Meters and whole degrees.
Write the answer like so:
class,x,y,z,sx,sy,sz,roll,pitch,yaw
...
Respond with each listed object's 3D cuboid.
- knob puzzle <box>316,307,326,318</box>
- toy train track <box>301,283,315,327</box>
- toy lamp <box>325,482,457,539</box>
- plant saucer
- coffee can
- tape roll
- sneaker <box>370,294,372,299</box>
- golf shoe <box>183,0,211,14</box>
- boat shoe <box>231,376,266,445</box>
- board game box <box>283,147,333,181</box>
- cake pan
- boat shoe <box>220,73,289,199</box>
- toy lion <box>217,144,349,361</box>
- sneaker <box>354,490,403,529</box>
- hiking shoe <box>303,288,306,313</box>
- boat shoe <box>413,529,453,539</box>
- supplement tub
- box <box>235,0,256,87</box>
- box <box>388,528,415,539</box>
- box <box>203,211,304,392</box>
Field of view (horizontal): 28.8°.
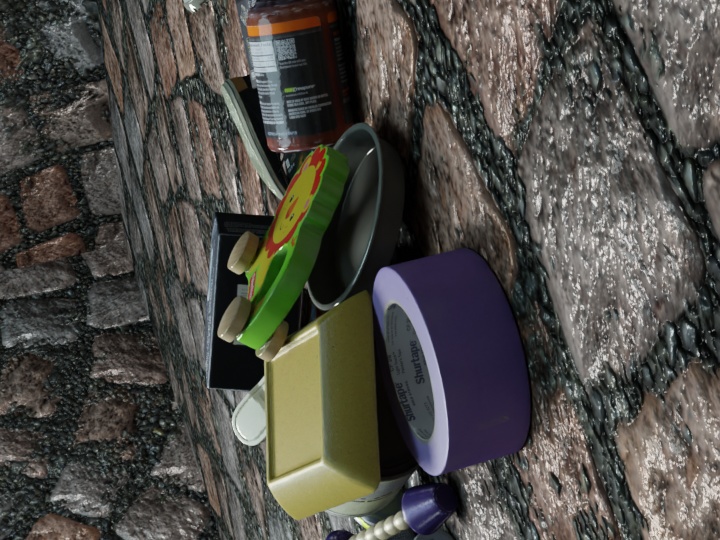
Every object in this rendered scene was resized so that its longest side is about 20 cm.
class,x,y,z,sx,sy,sz,roll,pitch,yaw
knob puzzle,-0.019,0.084,1.800,0.219,0.030,0.223,162,91,-74
toy train track,-0.052,0.055,1.782,0.115,0.032,0.202,-114,22,-46
toy lamp,0.035,0.290,1.599,0.199,0.058,0.059,-33,68,43
plant saucer,-0.049,0.139,1.433,0.200,0.048,0.203,-33,54,57
coffee can,0.003,0.189,1.593,0.200,0.144,0.148,113,141,-66
tape roll,0.083,0.086,1.331,0.200,0.084,0.203,166,90,-75
sneaker,0.000,0.000,1.588,0.200,0.070,0.114,123,129,-73
golf shoe,-0.173,-0.407,1.656,0.202,0.096,0.078,-59,18,8
boat shoe,-0.075,0.135,1.688,0.200,0.059,0.072,-47,73,27
board game box,-0.050,-0.106,1.762,0.200,0.028,0.137,143,112,-74
cake pan,-0.006,-0.055,1.493,0.200,0.036,0.203,-168,90,-68
boat shoe,-0.130,-0.184,1.938,0.075,0.062,0.202,44,159,56
toy lion,-0.072,-0.033,1.482,0.192,0.068,0.201,-53,19,29
sneaker,0.000,0.238,1.752,0.201,0.073,0.081,58,160,22
hiking shoe,-0.079,0.115,1.969,0.087,0.073,0.202,99,154,-53
boat shoe,0.106,0.373,1.544,0.201,0.071,0.072,-106,3,-57
supplement tub,-0.069,-0.240,1.575,0.107,0.105,0.203,-149,48,-69
box,-0.107,-0.314,1.730,0.200,0.048,0.161,-172,72,-74
box,0.070,0.440,1.747,0.160,0.048,0.201,91,159,-45
box,-0.139,0.038,1.815,0.200,0.115,0.200,-125,40,-78
